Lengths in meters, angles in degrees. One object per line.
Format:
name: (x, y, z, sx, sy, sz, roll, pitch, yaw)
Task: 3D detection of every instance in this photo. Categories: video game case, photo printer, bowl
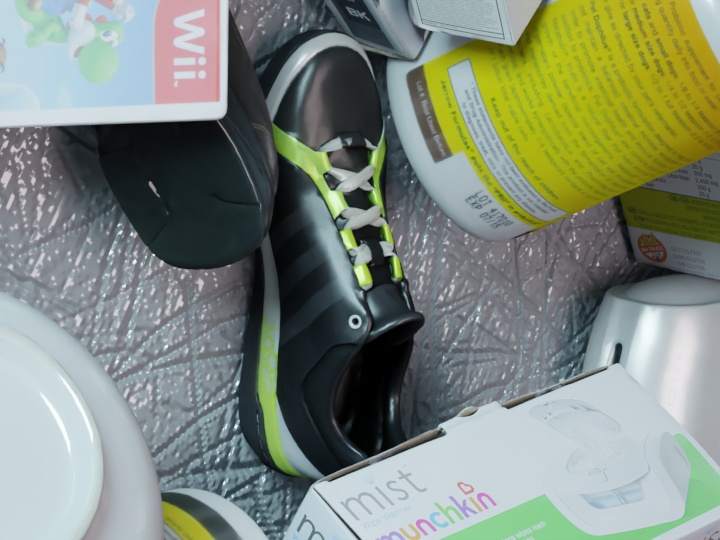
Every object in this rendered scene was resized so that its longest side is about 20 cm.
video game case: (-0.140, -0.120, 0.768, 0.198, 0.017, 0.144, -4, 104, -23)
photo printer: (0.186, 0.080, 1.178, 0.199, 0.069, 0.168, -7, 105, -46)
bowl: (-0.144, 0.075, 0.737, 0.200, 0.090, 0.203, 14, 55, -22)

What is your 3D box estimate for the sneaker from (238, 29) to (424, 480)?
sneaker: (0.000, 0.000, 0.951, 0.071, 0.082, 0.202, -12, 109, -44)

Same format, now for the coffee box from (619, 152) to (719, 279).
coffee box: (0.246, -0.121, 1.094, 0.200, 0.199, 0.199, -41, 127, -33)

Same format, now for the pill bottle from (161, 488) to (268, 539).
pill bottle: (-0.126, 0.157, 0.836, 0.199, 0.114, 0.115, -12, 109, -44)

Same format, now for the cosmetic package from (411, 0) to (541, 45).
cosmetic package: (0.076, -0.193, 0.928, 0.201, 0.050, 0.083, -59, 150, -32)

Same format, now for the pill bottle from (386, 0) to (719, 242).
pill bottle: (0.117, -0.095, 0.953, 0.109, 0.199, 0.110, 40, 38, -41)

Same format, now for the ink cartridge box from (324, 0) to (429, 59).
ink cartridge box: (0.013, -0.221, 0.902, 0.199, 0.043, 0.200, -65, 149, -16)

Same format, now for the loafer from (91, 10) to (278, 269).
loafer: (-0.086, -0.101, 0.859, 0.072, 0.072, 0.201, -68, 143, -61)

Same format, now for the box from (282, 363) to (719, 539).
box: (0.043, 0.151, 0.976, 0.199, 0.097, 0.177, -16, 145, -43)
